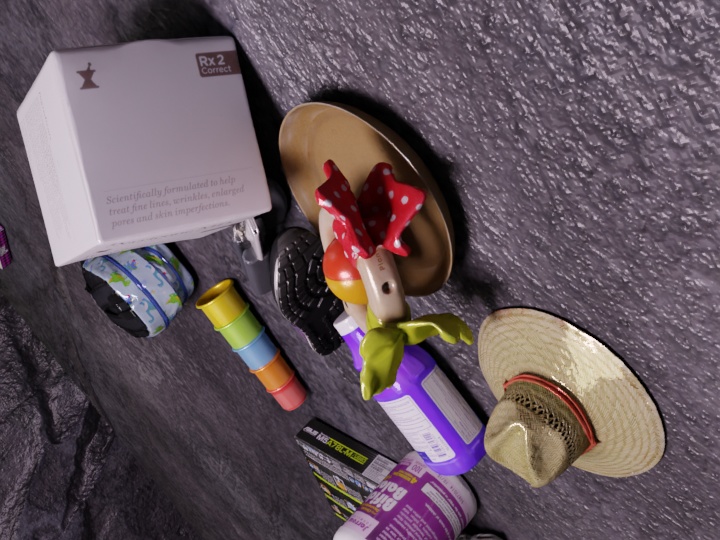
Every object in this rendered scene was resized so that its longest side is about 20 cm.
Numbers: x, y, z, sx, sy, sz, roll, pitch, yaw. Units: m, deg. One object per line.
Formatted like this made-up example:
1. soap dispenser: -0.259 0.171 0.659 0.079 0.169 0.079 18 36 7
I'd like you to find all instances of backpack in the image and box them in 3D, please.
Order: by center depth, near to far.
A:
1. backpack: -0.328 0.024 1.248 0.164 0.153 0.200 56 174 -11

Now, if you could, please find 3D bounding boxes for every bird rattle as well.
1. bird rattle: 0.000 0.000 0.706 0.201 0.112 0.163 63 166 -22

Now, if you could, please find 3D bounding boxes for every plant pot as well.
1. plant pot: 0.008 -0.064 0.739 0.200 0.027 0.201 35 150 23

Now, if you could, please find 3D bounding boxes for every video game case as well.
1. video game case: -0.913 -0.112 2.027 0.181 0.036 0.200 45 153 6

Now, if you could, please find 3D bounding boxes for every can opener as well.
1. can opener: -0.107 -0.029 0.921 0.053 0.066 0.200 63 166 18

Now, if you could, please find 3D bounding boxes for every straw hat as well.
1. straw hat: 0.152 0.136 0.724 0.201 0.085 0.202 36 151 24

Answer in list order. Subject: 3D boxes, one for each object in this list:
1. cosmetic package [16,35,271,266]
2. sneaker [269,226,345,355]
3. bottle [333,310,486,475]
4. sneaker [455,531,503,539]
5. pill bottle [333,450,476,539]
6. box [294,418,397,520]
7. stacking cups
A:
1. cosmetic package: -0.210 -0.107 0.802 0.200 0.164 0.166 -9 94 60
2. sneaker: -0.072 0.013 0.892 0.087 0.076 0.200 40 161 30
3. bottle: 0.050 0.119 0.874 0.200 0.065 0.083 52 152 -7
4. sneaker: 0.141 0.349 1.051 0.199 0.076 0.092 19 134 32
5. pill bottle: 0.038 0.319 1.005 0.112 0.200 0.113 35 150 24
6. box: 0.011 0.323 1.224 0.199 0.048 0.194 18 143 43
7. stacking cups: -0.146 0.109 1.155 0.060 0.060 0.201 0 126 56
